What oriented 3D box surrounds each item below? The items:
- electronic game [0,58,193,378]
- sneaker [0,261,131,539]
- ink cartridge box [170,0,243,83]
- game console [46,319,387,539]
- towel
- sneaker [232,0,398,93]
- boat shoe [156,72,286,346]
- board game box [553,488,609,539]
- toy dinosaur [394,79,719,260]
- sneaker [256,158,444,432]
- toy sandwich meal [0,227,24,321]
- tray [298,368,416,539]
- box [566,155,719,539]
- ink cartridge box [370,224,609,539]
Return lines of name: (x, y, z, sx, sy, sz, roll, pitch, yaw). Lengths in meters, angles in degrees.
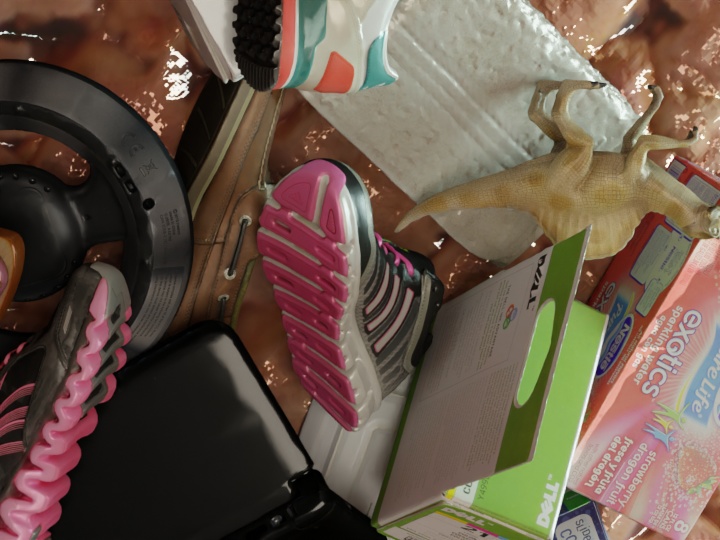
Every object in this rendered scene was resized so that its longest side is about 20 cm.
electronic game: (-0.192, -0.022, 1.565, 0.200, 0.042, 0.200, 3, 108, 9)
sneaker: (-0.196, 0.079, 1.534, 0.095, 0.079, 0.200, 26, 100, 10)
ink cartridge box: (-0.016, -0.196, 1.523, 0.200, 0.145, 0.083, -30, 107, -3)
game console: (-0.112, 0.144, 1.623, 0.200, 0.116, 0.176, -29, 153, 9)
towel: (0.066, -0.096, 1.601, 0.133, 0.034, 0.200, -43, 128, 5)
sneaker: (-0.005, -0.186, 1.425, 0.093, 0.070, 0.200, 6, 95, -27)
boat shoe: (-0.075, -0.040, 1.597, 0.068, 0.072, 0.200, 18, 112, -16)
board game box: (0.109, 0.240, 1.715, 0.135, 0.034, 0.200, -23, 116, -6)
toy dinosaur: (0.118, -0.057, 1.568, 0.200, 0.058, 0.101, 3, 92, 5)
sneaker: (0.000, 0.000, 1.588, 0.087, 0.074, 0.200, -39, 142, -26)
toy sandwich meal: (-0.291, -0.016, 1.523, 0.205, 0.070, 0.205, 3, 109, 8)
tray: (0.002, 0.148, 1.687, 0.107, 0.022, 0.200, 17, 101, -15)
box: (0.191, 0.046, 1.659, 0.095, 0.103, 0.200, 28, 97, -18)
ink cartridge box: (0.095, 0.076, 1.570, 0.076, 0.200, 0.148, 24, 67, -17)
